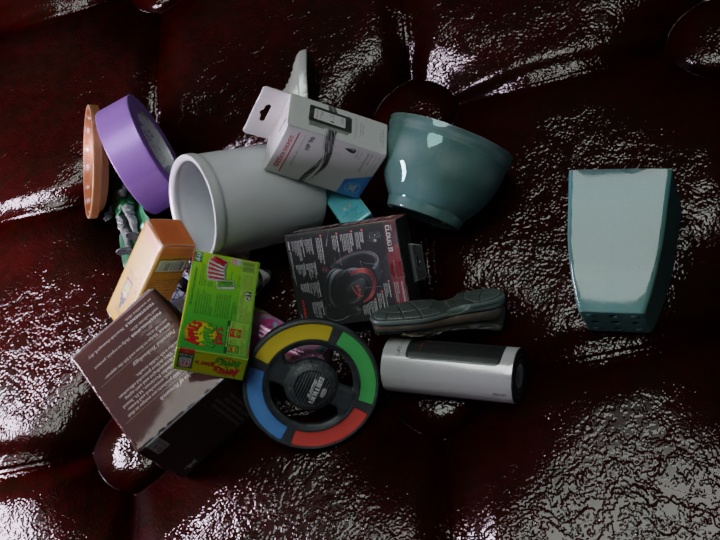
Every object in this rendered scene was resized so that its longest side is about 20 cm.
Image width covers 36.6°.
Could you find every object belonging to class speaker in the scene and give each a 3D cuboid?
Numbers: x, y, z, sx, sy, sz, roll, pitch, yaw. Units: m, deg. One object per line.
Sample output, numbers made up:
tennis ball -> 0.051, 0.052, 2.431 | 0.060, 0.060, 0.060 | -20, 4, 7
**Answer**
speaker -> 0.131, 0.142, 1.553 | 0.199, 0.081, 0.081 | 3, 64, 24

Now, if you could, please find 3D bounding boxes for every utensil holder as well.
utensil holder -> -0.178, -0.115, 1.723 | 0.199, 0.170, 0.170 | -15, 48, -31

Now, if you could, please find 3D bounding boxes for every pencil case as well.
pencil case -> -0.140, 0.109, 1.650 | 0.200, 0.087, 0.088 | 27, 74, 15

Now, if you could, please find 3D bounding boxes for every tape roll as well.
tape roll -> -0.374, -0.199, 1.875 | 0.065, 0.200, 0.200 | -27, 56, 6

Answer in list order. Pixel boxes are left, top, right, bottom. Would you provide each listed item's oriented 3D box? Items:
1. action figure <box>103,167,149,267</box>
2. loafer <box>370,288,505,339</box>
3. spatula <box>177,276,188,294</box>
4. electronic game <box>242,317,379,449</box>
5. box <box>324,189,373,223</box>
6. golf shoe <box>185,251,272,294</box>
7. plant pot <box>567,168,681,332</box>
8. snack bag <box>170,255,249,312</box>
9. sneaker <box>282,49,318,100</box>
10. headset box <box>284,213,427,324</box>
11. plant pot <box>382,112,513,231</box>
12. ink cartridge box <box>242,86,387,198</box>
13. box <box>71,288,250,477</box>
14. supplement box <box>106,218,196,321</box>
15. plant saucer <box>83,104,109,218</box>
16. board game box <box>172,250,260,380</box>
action figure -> -0.415, -0.113, 1.921 | 0.118, 0.055, 0.200 | -52, 39, 31
loafer -> 0.115, 0.076, 1.573 | 0.199, 0.063, 0.072 | -11, 20, -6
spatula -> -0.233, 0.062, 1.753 | 0.200, 0.021, 0.057 | 35, 76, 27
electronic game -> -0.071, 0.165, 1.573 | 0.200, 0.200, 0.042 | -31, 15, 3
box -> -0.037, -0.123, 1.768 | 0.049, 0.082, 0.200 | -35, 55, 0
golf shoe -> -0.229, -0.014, 1.777 | 0.092, 0.073, 0.200 | -29, 51, -33
plant pot -> 0.364, -0.022, 1.519 | 0.141, 0.141, 0.201 | 1, 69, 22
snack bag -> -0.287, 0.043, 1.809 | 0.199, 0.021, 0.189 | -4, 62, 16
sneaker -> -0.122, -0.300, 1.908 | 0.084, 0.073, 0.201 | -6, 62, 16
headset box -> 0.000, 0.000, 1.646 | 0.199, 0.075, 0.149 | -8, 98, 18
plant pot -> 0.117, -0.140, 1.662 | 0.200, 0.200, 0.135 | 18, 87, 29
ink cartridge box -> -0.072, -0.192, 1.646 | 0.199, 0.116, 0.068 | 16, 52, -16
box -> -0.291, 0.171, 1.642 | 0.164, 0.166, 0.200 | -41, 63, -5
supplement box -> -0.334, 0.014, 1.727 | 0.067, 0.069, 0.200 | 54, 126, 32
plant saucer -> -0.469, -0.193, 1.931 | 0.032, 0.201, 0.201 | 0, 55, -18
board game box -> -0.207, 0.062, 1.584 | 0.101, 0.048, 0.200 | 11, 42, -9
